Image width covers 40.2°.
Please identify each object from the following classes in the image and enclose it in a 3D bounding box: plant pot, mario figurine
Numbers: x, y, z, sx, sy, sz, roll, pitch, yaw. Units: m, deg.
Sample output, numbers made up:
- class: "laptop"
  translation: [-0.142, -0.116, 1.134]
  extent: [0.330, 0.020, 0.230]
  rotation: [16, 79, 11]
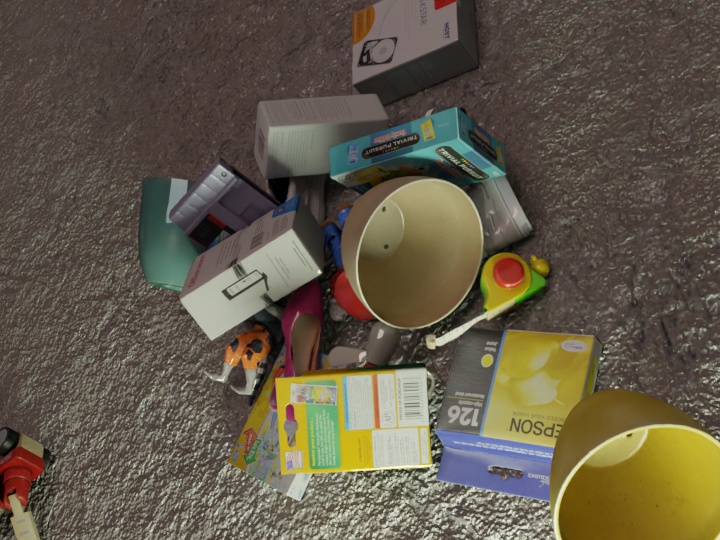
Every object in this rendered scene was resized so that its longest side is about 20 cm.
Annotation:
- class: "plant pot"
  translation: [0.051, -0.039, 1.338]
  extent: [0.202, 0.199, 0.134]
  rotation: [-54, 33, -3]
- class: "mario figurine"
  translation: [0.000, 0.000, 1.475]
  extent: [0.104, 0.125, 0.202]
  rotation: [-1, 43, -13]
- class: "plant pot"
  translation: [0.287, 0.212, 1.068]
  extent: [0.199, 0.200, 0.143]
  rotation: [-38, 23, 12]
- class: "plant pot"
  translation: [-0.276, -0.046, 1.616]
  extent: [0.198, 0.199, 0.165]
  rotation: [5, 81, 38]

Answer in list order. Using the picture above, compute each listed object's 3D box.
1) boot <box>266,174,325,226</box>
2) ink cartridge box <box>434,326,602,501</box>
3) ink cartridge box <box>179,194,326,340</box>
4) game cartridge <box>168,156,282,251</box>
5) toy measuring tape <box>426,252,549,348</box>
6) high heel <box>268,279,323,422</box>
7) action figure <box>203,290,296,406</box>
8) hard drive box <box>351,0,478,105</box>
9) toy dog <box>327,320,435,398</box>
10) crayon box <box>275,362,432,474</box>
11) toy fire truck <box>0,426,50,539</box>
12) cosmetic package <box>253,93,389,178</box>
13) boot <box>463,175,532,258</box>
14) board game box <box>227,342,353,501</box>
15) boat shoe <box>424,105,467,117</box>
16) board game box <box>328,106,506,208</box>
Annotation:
- class: "boot"
  translation: [-0.107, -0.160, 1.603]
  extent: [0.073, 0.095, 0.203]
  rotation: [-24, 53, 23]
- class: "ink cartridge box"
  translation: [0.192, 0.175, 1.238]
  extent: [0.194, 0.047, 0.204]
  rotation: [2, 64, 36]
- class: "ink cartridge box"
  translation: [-0.154, -0.007, 1.437]
  extent: [0.198, 0.085, 0.147]
  rotation: [-31, 20, 14]
- class: "game cartridge"
  translation: [-0.180, -0.068, 1.507]
  extent: [0.130, 0.199, 0.039]
  rotation: [-45, 29, 17]
- class: "toy measuring tape"
  translation: [0.161, 0.030, 1.301]
  extent: [0.197, 0.074, 0.074]
  rotation: [-28, 48, -9]
- class: "high heel"
  translation: [-0.076, 0.112, 1.396]
  extent: [0.095, 0.067, 0.204]
  rotation: [2, 69, 57]
- class: "action figure"
  translation: [-0.158, 0.100, 1.528]
  extent: [0.195, 0.104, 0.199]
  rotation: [-54, 16, -14]
- class: "hard drive box"
  translation: [0.087, -0.378, 1.608]
  extent: [0.197, 0.077, 0.159]
  rotation: [-18, 56, 27]
- class: "toy dog"
  translation: [0.000, 0.167, 1.354]
  extent: [0.200, 0.132, 0.096]
  rotation: [-44, 9, 1]
- class: "crayon box"
  translation: [-0.008, 0.192, 1.278]
  extent: [0.195, 0.052, 0.129]
  rotation: [-3, 91, 1]
- class: "toy fire truck"
  translation: [-0.605, 0.402, 1.664]
  extent: [0.175, 0.129, 0.202]
  rotation: [-35, 39, 16]
- class: "cosmetic package"
  translation: [-0.062, -0.211, 1.536]
  extent: [0.196, 0.103, 0.075]
  rotation: [-7, 47, -20]
- class: "boot"
  translation: [0.165, -0.112, 1.398]
  extent: [0.094, 0.074, 0.202]
  rotation: [-28, 52, 11]
- class: "board game box"
  translation: [-0.099, 0.214, 1.437]
  extent: [0.133, 0.034, 0.203]
  rotation: [15, 75, 40]
- class: "boat shoe"
  translation: [0.120, -0.162, 1.464]
  extent: [0.061, 0.073, 0.204]
  rotation: [-11, 54, 35]
- class: "board game box"
  translation: [0.078, -0.148, 1.340]
  extent: [0.197, 0.150, 0.048]
  rotation: [-13, 70, 30]
